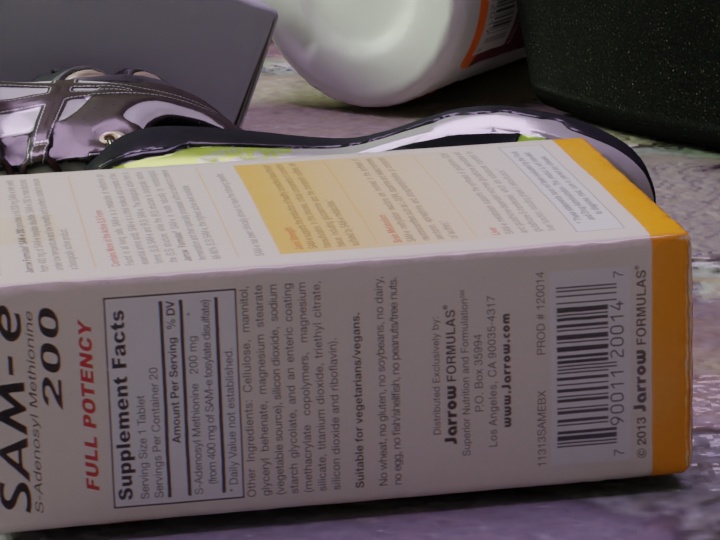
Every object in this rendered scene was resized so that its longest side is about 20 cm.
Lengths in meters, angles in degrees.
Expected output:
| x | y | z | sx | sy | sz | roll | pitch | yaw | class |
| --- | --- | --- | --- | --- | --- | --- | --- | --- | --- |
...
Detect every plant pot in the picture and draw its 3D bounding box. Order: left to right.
| x | y | z | sx | sy | sz | roll | pitch | yaw | class |
| --- | --- | --- | --- | --- | --- | --- | --- | --- | --- |
| 0.168 | -0.153 | 1.257 | 0.177 | 0.200 | 0.200 | -5 | 11 | 36 | plant pot |

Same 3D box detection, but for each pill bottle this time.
| x | y | z | sx | sy | sz | roll | pitch | yaw | class |
| --- | --- | --- | --- | --- | --- | --- | --- | --- | --- |
| 0.051 | -0.148 | 1.363 | 0.114 | 0.114 | 0.200 | 8 | 18 | 32 | pill bottle |

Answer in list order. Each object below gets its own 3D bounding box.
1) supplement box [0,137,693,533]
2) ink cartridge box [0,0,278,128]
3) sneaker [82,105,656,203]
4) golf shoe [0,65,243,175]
| x | y | z | sx | sy | sz | roll | pitch | yaw | class |
| --- | --- | --- | --- | --- | --- | --- | --- | --- | --- |
| -0.016 | 0.015 | 0.855 | 0.200 | 0.074 | 0.126 | -4 | 16 | -8 | supplement box |
| -0.137 | -0.107 | 1.207 | 0.146 | 0.083 | 0.200 | 18 | 8 | -22 | ink cartridge box |
| 0.000 | 0.000 | 0.967 | 0.200 | 0.072 | 0.083 | -4 | 40 | -4 | sneaker |
| -0.117 | -0.032 | 1.036 | 0.200 | 0.078 | 0.094 | -19 | 24 | -42 | golf shoe |
